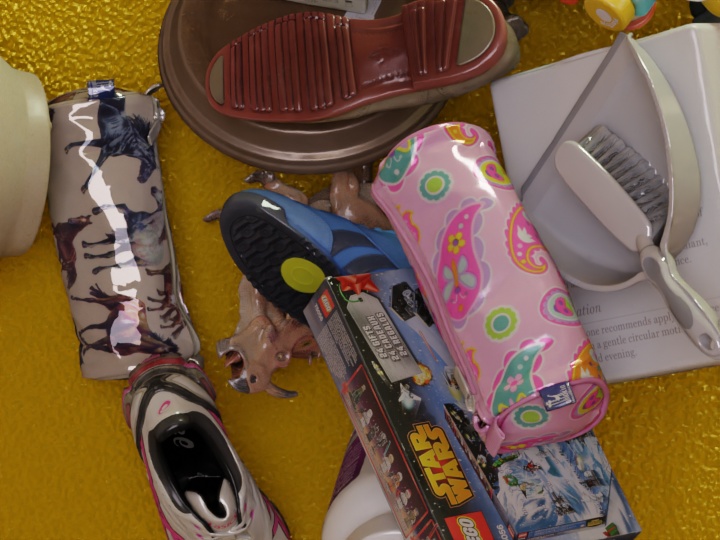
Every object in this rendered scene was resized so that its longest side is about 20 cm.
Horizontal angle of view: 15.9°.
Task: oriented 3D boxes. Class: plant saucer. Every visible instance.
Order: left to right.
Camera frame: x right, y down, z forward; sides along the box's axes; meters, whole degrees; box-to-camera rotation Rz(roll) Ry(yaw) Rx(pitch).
[{"bbox_3d":[-0.033,-0.152,1.664,0.199,0.030,0.201,-1,58,1],"label":"plant saucer"}]

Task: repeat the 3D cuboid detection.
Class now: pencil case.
[{"bbox_3d":[-0.156,-0.023,1.691,0.089,0.078,0.201,-12,87,19],"label":"pencil case"},{"bbox_3d":[0.074,0.012,1.510,0.087,0.087,0.201,-24,64,3],"label":"pencil case"}]

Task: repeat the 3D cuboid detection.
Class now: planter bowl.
[{"bbox_3d":[-0.277,-0.074,1.660,0.134,0.200,0.201,3,88,-22],"label":"planter bowl"}]

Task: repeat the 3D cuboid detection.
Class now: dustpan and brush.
[{"bbox_3d":[0.160,-0.024,1.475,0.200,0.057,0.140,51,127,29],"label":"dustpan and brush"}]

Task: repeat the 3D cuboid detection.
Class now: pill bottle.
[{"bbox_3d":[0.035,0.156,1.598,0.112,0.200,0.113,3,111,7],"label":"pill bottle"}]

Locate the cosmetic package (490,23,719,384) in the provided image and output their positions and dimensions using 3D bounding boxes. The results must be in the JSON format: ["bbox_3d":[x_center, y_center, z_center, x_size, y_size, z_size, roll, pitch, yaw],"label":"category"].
[{"bbox_3d":[0.205,-0.040,1.590,0.164,0.165,0.201,-12,86,43],"label":"cosmetic package"}]

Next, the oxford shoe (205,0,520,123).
[{"bbox_3d":[0.003,-0.120,1.594,0.199,0.075,0.071,-5,75,20],"label":"oxford shoe"}]

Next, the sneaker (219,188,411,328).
[{"bbox_3d":[0.000,0.000,1.623,0.200,0.066,0.079,34,49,-16],"label":"sneaker"}]

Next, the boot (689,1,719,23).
[{"bbox_3d":[0.217,-0.272,1.615,0.165,0.066,0.200,-39,87,2],"label":"boot"}]

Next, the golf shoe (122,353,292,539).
[{"bbox_3d":[-0.095,0.154,1.647,0.072,0.092,0.201,-26,115,2],"label":"golf shoe"}]

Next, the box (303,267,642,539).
[{"bbox_3d":[0.065,0.088,1.529,0.136,0.040,0.201,-6,59,-33],"label":"box"}]

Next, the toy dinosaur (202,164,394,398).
[{"bbox_3d":[-0.017,-0.011,1.679,0.199,0.086,0.136,-31,86,-1],"label":"toy dinosaur"}]

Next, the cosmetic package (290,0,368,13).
[{"bbox_3d":[-0.011,-0.278,1.647,0.071,0.105,0.201,10,68,6],"label":"cosmetic package"}]

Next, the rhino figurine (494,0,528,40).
[{"bbox_3d":[0.148,-0.211,1.674,0.199,0.088,0.060,-18,127,3],"label":"rhino figurine"}]

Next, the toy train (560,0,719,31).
[{"bbox_3d":[0.205,-0.205,1.552,0.199,0.056,0.151,-9,58,7],"label":"toy train"}]
